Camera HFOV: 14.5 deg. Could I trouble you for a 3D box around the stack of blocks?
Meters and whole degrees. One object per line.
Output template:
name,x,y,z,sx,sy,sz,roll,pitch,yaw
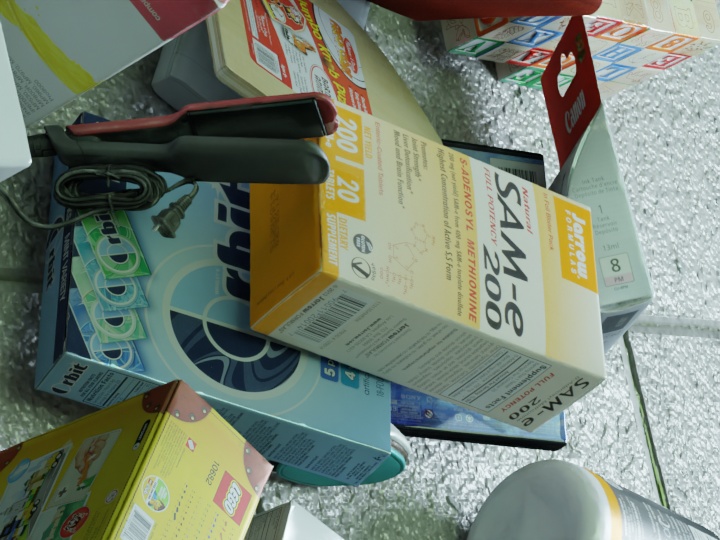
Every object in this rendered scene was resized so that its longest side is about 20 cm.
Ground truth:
stack of blocks,0.140,-0.173,1.934,0.200,0.115,0.059,5,68,-46

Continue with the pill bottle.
pill bottle,0.169,0.202,1.782,0.200,0.116,0.116,28,53,-38

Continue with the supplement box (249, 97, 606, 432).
supplement box,0.038,-0.003,1.601,0.200,0.074,0.126,21,49,-30

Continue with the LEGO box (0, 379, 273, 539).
LEGO box,-0.147,0.167,1.414,0.077,0.149,0.200,46,44,-24

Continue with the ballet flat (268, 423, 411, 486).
ballet flat,-0.050,0.085,1.637,0.200,0.069,0.069,6,68,-43

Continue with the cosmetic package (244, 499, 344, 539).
cosmetic package,-0.003,0.210,1.610,0.200,0.083,0.051,41,46,-29

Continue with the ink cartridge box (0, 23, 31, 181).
ink cartridge box,-0.283,-0.066,1.376,0.200,0.146,0.084,-1,72,-49

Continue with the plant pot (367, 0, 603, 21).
plant pot,0.031,-0.268,1.720,0.176,0.200,0.200,9,88,-35

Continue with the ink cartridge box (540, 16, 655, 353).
ink cartridge box,0.133,-0.051,1.838,0.057,0.163,0.200,-15,78,-10

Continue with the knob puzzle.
knob puzzle,-0.028,-0.115,1.712,0.220,0.030,0.220,40,24,-22

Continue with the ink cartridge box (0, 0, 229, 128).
ink cartridge box,-0.134,-0.170,1.556,0.083,0.200,0.145,50,42,-15

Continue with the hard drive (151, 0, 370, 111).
hard drive,-0.056,-0.156,1.774,0.132,0.026,0.200,39,47,-30

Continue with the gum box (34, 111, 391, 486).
gum box,-0.079,0.016,1.590,0.200,0.045,0.170,19,50,-23

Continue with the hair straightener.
hair straightener,-0.113,-0.056,1.530,0.041,0.200,0.077,79,13,-52

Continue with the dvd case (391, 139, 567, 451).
dvd case,0.057,0.011,1.762,0.143,0.018,0.200,7,66,-24
